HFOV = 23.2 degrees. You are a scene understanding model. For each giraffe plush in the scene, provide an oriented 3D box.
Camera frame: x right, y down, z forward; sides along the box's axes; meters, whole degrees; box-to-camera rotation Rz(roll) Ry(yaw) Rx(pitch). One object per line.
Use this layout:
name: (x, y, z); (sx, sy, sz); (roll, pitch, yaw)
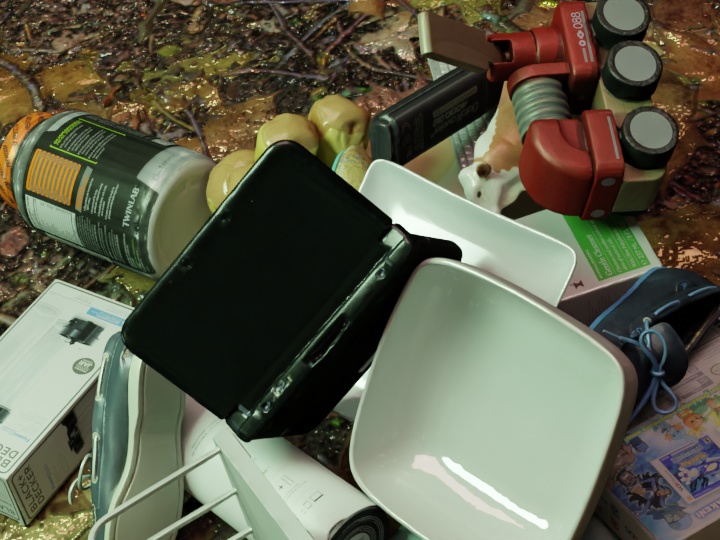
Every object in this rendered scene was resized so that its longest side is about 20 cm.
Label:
giraffe plush: (-0.067, -0.053, 1.534); (0.172, 0.202, 0.162); (-27, 27, -27)

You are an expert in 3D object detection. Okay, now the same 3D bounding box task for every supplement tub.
supplement tub: (-0.231, -0.074, 1.608); (0.199, 0.123, 0.123); (21, 52, 30)

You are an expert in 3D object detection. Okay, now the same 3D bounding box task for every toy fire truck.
toy fire truck: (0.143, -0.139, 1.409); (0.198, 0.129, 0.178); (-4, 61, -7)

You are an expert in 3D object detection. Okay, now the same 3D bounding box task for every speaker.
speaker: (-0.074, 0.168, 1.353); (0.199, 0.082, 0.081); (30, 57, 36)

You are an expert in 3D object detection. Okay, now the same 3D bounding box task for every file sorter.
file sorter: (-0.085, 0.242, 1.197); (0.124, 0.201, 0.139); (-31, 46, -14)

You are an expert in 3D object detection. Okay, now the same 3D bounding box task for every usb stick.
usb stick: (0.073, -0.142, 1.510); (0.032, 0.056, 0.200); (17, 33, 31)

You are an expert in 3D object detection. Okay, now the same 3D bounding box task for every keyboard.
keyboard: (0.103, -0.141, 1.580); (0.056, 0.011, 0.201); (-11, 44, 0)

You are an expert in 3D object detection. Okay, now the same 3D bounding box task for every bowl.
bowl: (0.101, 0.107, 1.263); (0.199, 0.201, 0.074); (30, 19, 29)

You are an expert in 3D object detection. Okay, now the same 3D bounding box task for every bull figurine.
bull figurine: (0.157, -0.118, 1.503); (0.120, 0.065, 0.201); (20, 56, -4)

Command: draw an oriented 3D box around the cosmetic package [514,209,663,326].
cosmetic package: (0.142, 0.021, 1.457); (0.198, 0.085, 0.108); (-18, 47, -8)

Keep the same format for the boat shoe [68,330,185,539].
boat shoe: (-0.181, 0.147, 1.346); (0.061, 0.202, 0.075); (9, 9, 40)

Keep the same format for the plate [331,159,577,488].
plate: (0.055, 0.039, 1.370); (0.198, 0.032, 0.202); (26, 96, 29)

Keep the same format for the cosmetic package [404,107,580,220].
cosmetic package: (0.115, -0.085, 1.581); (0.199, 0.072, 0.105); (-35, 49, -23)

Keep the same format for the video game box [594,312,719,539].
video game box: (0.253, 0.125, 1.344); (0.199, 0.047, 0.182); (-25, 43, -21)

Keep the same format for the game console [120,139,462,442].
game console: (-0.047, 0.018, 1.305); (0.116, 0.176, 0.200); (46, 105, 18)

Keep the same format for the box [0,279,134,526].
box: (-0.268, 0.107, 1.473); (0.116, 0.060, 0.200); (19, 51, 29)

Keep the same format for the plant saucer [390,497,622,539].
plant saucer: (0.104, 0.222, 1.289); (0.199, 0.039, 0.202); (-7, 43, 6)

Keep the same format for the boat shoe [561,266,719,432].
boat shoe: (0.218, 0.056, 1.328); (0.068, 0.085, 0.200); (9, 44, 34)

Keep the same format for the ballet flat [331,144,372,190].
ballet flat: (0.000, 0.000, 1.449); (0.070, 0.202, 0.071); (10, 7, -1)
